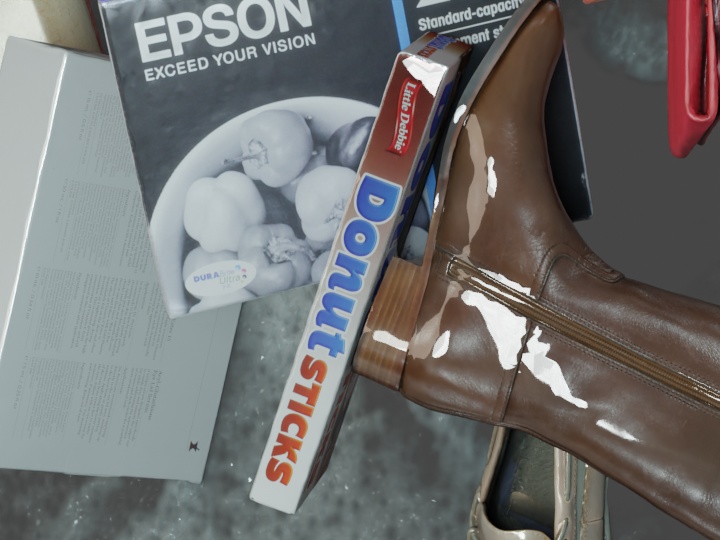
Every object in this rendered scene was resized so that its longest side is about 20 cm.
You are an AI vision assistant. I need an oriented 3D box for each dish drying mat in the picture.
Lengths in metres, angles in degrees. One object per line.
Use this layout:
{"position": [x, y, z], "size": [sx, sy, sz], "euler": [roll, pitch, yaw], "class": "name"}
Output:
{"position": [0.135, -0.088, 1.155], "size": [0.018, 0.200, 0.077], "euler": [-1, 89, 4], "class": "dish drying mat"}

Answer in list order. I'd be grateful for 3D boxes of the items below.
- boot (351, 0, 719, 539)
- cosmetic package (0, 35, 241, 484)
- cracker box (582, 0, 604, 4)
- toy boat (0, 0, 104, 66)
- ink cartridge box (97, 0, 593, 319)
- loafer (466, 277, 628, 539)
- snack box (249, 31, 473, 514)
{"position": [0.120, 0.001, 1.187], "size": [0.199, 0.064, 0.187], "euler": [22, 90, 7], "class": "boot"}
{"position": [-0.122, -0.002, 1.392], "size": [0.052, 0.150, 0.201], "euler": [17, 95, 45], "class": "cosmetic package"}
{"position": [0.152, -0.209, 1.166], "size": [0.200, 0.058, 0.135], "euler": [-25, 84, 43], "class": "cracker box"}
{"position": [-0.187, -0.076, 1.493], "size": [0.130, 0.131, 0.201], "euler": [-16, 93, 0], "class": "toy boat"}
{"position": [-0.010, -0.098, 1.236], "size": [0.043, 0.197, 0.201], "euler": [-123, 20, -73], "class": "ink cartridge box"}
{"position": [0.074, 0.097, 1.253], "size": [0.072, 0.063, 0.201], "euler": [15, 94, 43], "class": "loafer"}
{"position": [0.000, 0.000, 1.205], "size": [0.024, 0.072, 0.201], "euler": [21, 104, 7], "class": "snack box"}
